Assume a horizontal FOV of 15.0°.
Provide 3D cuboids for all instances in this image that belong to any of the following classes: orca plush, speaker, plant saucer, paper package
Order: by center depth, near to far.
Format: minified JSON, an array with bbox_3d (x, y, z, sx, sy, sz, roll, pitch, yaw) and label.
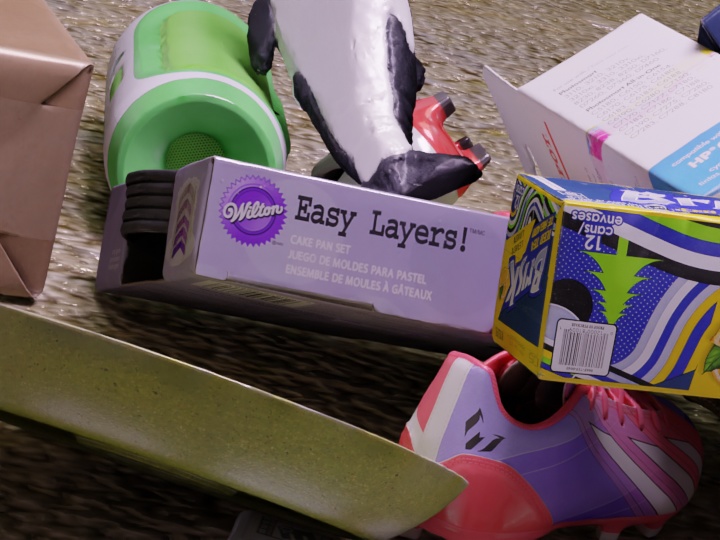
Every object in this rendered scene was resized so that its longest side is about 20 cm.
[{"bbox_3d":[-0.063,0.052,0.897,0.199,0.031,0.200,19,-7,3],"label":"plant saucer"},{"bbox_3d":[-0.226,-0.080,1.151,0.189,0.104,0.200,8,18,-22],"label":"paper package"},{"bbox_3d":[0.015,-0.102,1.242,0.071,0.105,0.200,20,27,-41],"label":"orca plush"},{"bbox_3d":[-0.081,-0.073,1.309,0.088,0.089,0.200,14,16,-9],"label":"speaker"}]

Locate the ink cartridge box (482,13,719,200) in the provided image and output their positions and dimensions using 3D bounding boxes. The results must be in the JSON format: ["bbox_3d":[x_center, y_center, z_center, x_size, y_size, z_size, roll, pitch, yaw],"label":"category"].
[{"bbox_3d":[0.134,-0.029,1.108,0.068,0.116,0.200,-32,28,-10],"label":"ink cartridge box"}]

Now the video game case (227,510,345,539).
[{"bbox_3d":[0.033,0.138,0.813,0.181,0.024,0.200,17,15,2],"label":"video game case"}]

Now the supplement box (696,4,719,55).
[{"bbox_3d":[0.276,-0.083,1.129,0.200,0.199,0.134,53,6,3],"label":"supplement box"}]

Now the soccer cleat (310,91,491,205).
[{"bbox_3d":[0.007,-0.046,1.344,0.069,0.085,0.200,56,-5,-6],"label":"soccer cleat"}]

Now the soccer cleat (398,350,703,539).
[{"bbox_3d":[0.080,0.060,1.031,0.066,0.077,0.199,26,18,30],"label":"soccer cleat"}]

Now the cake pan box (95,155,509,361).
[{"bbox_3d":[0.000,0.000,1.097,0.198,0.053,0.184,10,-7,-15],"label":"cake pan box"}]

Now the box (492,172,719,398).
[{"bbox_3d":[0.152,0.012,0.968,0.198,0.065,0.070,7,8,-12],"label":"box"}]

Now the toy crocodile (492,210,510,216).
[{"bbox_3d":[0.102,0.000,1.259,0.067,0.062,0.199,1,9,-41],"label":"toy crocodile"}]

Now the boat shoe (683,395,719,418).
[{"bbox_3d":[0.185,0.070,1.125,0.073,0.067,0.200,9,4,-21],"label":"boat shoe"}]
